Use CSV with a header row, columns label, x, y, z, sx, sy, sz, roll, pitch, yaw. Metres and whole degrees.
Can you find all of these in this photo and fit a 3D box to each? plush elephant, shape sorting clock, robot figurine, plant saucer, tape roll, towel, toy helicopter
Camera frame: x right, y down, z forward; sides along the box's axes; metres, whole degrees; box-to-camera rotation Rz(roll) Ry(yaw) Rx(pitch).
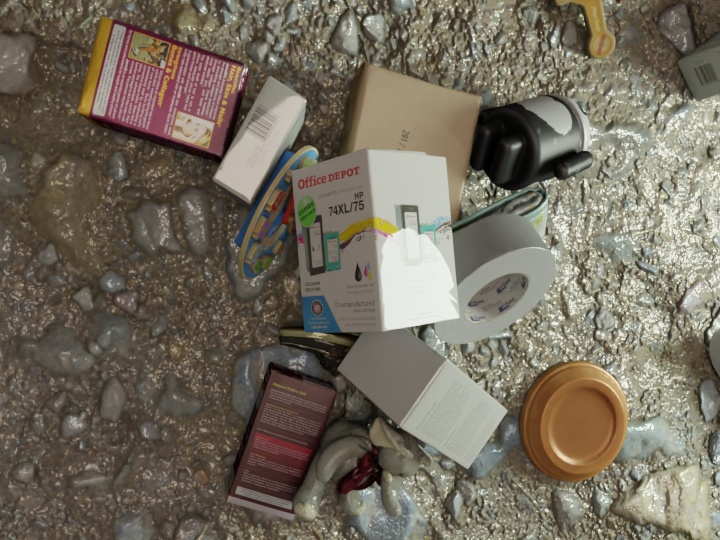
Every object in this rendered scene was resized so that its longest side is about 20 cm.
label,x,y,z,sx,sy,sz,roll,pitch,yaw
plush elephant,0.022,0.283,0.973,0.164,0.152,0.204,35,68,-51
shape sorting clock,-0.107,-0.076,0.912,0.039,0.200,0.203,28,88,10
robot figurine,0.254,-0.194,0.994,0.197,0.124,0.153,-21,87,-32
plant saucer,0.362,0.254,1.109,0.195,0.037,0.206,-1,95,-11
tape roll,0.178,0.017,0.949,0.197,0.202,0.067,-22,55,-9
towel,0.188,-0.025,1.002,0.196,0.173,0.049,-23,55,-8
toy helicopter,0.366,-0.435,1.042,0.130,0.079,0.203,-20,114,8

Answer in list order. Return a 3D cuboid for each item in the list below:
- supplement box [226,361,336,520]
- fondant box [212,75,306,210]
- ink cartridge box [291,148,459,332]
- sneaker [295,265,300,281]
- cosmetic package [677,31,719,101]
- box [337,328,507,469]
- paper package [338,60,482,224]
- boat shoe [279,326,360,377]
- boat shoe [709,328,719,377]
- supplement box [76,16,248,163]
label,x,y,z,sx,sy,sz,roll,pitch,yaw
supplement box,-0.120,0.254,1.000,0.107,0.061,0.204,20,91,-13
fondant box,-0.132,-0.159,0.897,0.057,0.200,0.146,29,88,-5
ink cartridge box,0.018,-0.033,0.826,0.144,0.145,0.205,-4,88,-44
sneaker,0.000,0.000,0.972,0.196,0.075,0.086,-19,82,15
cosmetic package,0.638,-0.370,1.085,0.198,0.113,0.082,-33,99,-5
box,0.090,0.171,0.950,0.107,0.152,0.200,-53,133,-3
paper package,0.064,-0.175,0.987,0.186,0.103,0.205,12,91,-12
boat shoe,-0.030,0.128,1.004,0.196,0.072,0.068,12,86,-16
boat shoe,0.678,0.175,1.160,0.070,0.071,0.202,-39,97,-34
supplement box,-0.265,-0.241,0.915,0.196,0.103,0.134,17,90,-11
